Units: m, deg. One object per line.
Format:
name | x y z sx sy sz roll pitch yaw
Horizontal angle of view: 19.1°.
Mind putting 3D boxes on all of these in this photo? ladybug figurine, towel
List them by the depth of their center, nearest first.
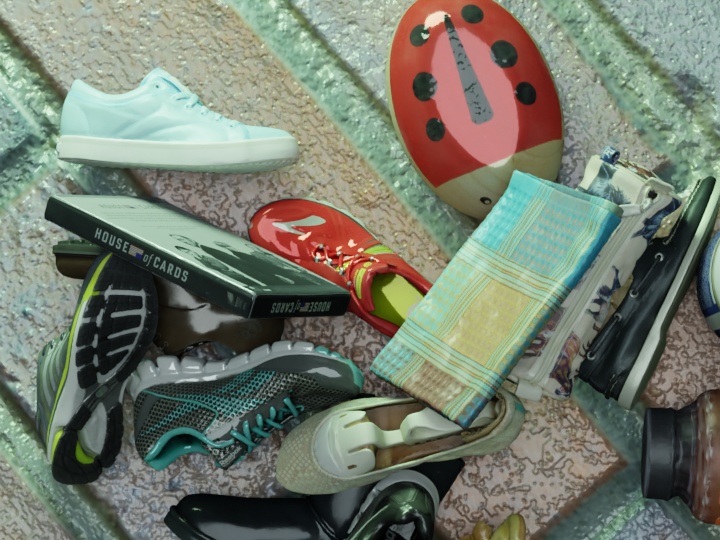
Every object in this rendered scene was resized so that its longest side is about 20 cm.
towel | 0.100 0.016 1.604 0.022 0.146 0.200 41 83 -29
ladybug figurine | 0.090 -0.138 1.713 0.135 0.072 0.201 -24 85 2

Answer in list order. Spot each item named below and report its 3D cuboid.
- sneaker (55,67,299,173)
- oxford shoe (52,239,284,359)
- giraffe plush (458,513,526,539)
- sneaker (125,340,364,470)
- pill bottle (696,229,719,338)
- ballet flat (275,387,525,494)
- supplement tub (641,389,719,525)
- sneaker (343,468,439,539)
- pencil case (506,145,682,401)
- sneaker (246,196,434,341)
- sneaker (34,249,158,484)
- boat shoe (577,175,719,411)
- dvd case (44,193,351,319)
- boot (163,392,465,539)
sneaker | -0.147 -0.122 1.727 0.198 0.074 0.083 3 89 3
oxford shoe | -0.159 0.027 1.718 0.199 0.073 0.085 19 90 5
giraffe plush | 0.104 0.287 1.654 0.172 0.200 0.163 -19 51 15
sneaker | -0.091 0.114 1.685 0.199 0.078 0.092 -10 59 19
pill bottle | 0.315 0.008 1.624 0.115 0.200 0.117 0 87 2
ballet flat | 0.025 0.120 1.623 0.199 0.062 0.068 -15 73 5
supplement tub | 0.319 0.147 1.661 0.198 0.107 0.108 3 86 3
sneaker | -0.002 0.246 1.623 0.066 0.091 0.201 30 94 -8
pencil case | 0.168 0.007 1.644 0.078 0.089 0.201 30 91 -2
sneaker | 0.000 0.000 1.702 0.199 0.085 0.077 30 87 5
sneaker | -0.219 0.066 1.686 0.081 0.074 0.201 41 119 42
boat shoe | 0.226 0.008 1.693 0.066 0.074 0.200 23 87 14
dvd case | -0.124 -0.012 1.650 0.199 0.150 0.025 25 101 26
boot | -0.034 0.170 1.695 0.199 0.076 0.169 25 91 -2
